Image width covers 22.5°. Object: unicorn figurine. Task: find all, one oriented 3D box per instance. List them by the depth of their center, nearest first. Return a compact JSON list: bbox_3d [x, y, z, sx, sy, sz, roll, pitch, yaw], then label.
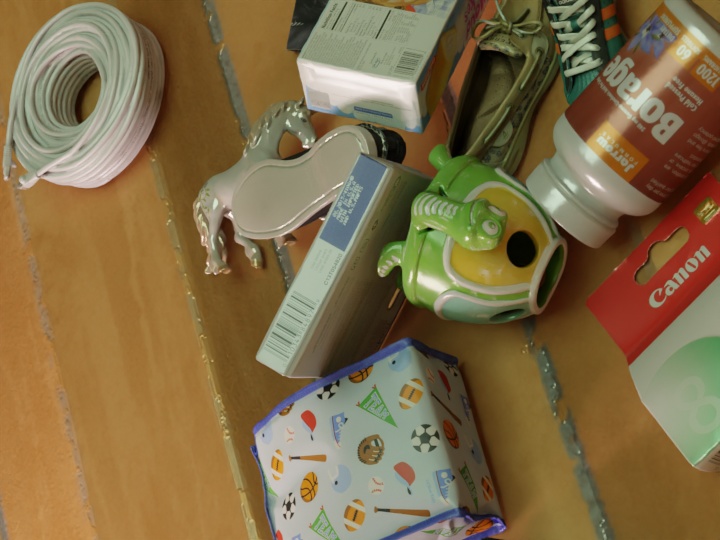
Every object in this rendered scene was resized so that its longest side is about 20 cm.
[{"bbox_3d":[-0.100,-0.081,1.758,0.199,0.074,0.138,-23,68,28],"label":"unicorn figurine"}]

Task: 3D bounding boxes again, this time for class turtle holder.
[{"bbox_3d":[0.103,-0.031,1.523,0.131,0.186,0.141,24,55,18],"label":"turtle holder"}]

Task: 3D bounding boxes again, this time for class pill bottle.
[{"bbox_3d":[0.232,-0.119,1.484,0.200,0.112,0.112,-49,53,17],"label":"pill bottle"}]

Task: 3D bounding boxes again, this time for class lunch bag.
[{"bbox_3d":[0.006,0.178,1.572,0.199,0.124,0.171,-27,63,21],"label":"lunch bag"}]

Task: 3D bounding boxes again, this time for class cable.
[{"bbox_3d":[-0.295,-0.187,1.947,0.199,0.069,0.201,-12,70,35],"label":"cable"}]

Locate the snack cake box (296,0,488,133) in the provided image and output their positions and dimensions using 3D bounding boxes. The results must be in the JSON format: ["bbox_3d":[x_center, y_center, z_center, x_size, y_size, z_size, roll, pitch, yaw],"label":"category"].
[{"bbox_3d":[0.035,-0.225,1.622,0.115,0.067,0.200,13,55,20],"label":"snack cake box"}]

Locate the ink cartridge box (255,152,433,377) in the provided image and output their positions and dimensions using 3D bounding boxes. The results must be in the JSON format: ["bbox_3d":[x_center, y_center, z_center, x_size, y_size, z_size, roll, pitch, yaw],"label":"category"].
[{"bbox_3d":[0.000,0.000,1.575,0.040,0.200,0.200,29,95,18],"label":"ink cartridge box"}]

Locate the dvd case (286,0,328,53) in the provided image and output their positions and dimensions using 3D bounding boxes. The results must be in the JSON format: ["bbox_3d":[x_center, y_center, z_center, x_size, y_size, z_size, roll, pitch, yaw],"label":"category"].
[{"bbox_3d":[0.019,-0.286,1.761,0.199,0.016,0.149,5,80,38],"label":"dvd case"}]

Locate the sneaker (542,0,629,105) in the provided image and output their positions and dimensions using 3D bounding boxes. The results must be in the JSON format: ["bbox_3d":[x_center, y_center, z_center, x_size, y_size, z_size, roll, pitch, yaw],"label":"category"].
[{"bbox_3d":[0.188,-0.222,1.567,0.071,0.080,0.201,-16,68,32],"label":"sneaker"}]

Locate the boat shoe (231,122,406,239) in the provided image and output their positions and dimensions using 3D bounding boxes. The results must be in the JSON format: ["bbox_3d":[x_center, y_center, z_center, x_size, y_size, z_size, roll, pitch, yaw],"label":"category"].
[{"bbox_3d":[-0.040,-0.081,1.643,0.200,0.060,0.074,-30,74,43],"label":"boat shoe"}]

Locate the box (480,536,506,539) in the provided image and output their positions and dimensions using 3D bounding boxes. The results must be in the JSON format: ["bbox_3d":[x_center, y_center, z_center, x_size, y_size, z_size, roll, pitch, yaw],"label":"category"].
[{"bbox_3d":[0.167,0.328,1.451,0.199,0.047,0.194,7,84,38],"label":"box"}]

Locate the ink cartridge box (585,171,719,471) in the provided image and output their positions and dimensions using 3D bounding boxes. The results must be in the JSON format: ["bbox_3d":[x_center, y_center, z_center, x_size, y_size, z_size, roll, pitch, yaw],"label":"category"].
[{"bbox_3d":[0.276,0.036,1.448,0.161,0.050,0.200,-48,56,17],"label":"ink cartridge box"}]

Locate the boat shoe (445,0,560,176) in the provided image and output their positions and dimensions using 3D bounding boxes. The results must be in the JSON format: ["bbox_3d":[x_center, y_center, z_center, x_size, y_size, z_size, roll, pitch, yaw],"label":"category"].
[{"bbox_3d":[0.128,-0.174,1.613,0.073,0.063,0.201,10,83,40],"label":"boat shoe"}]
